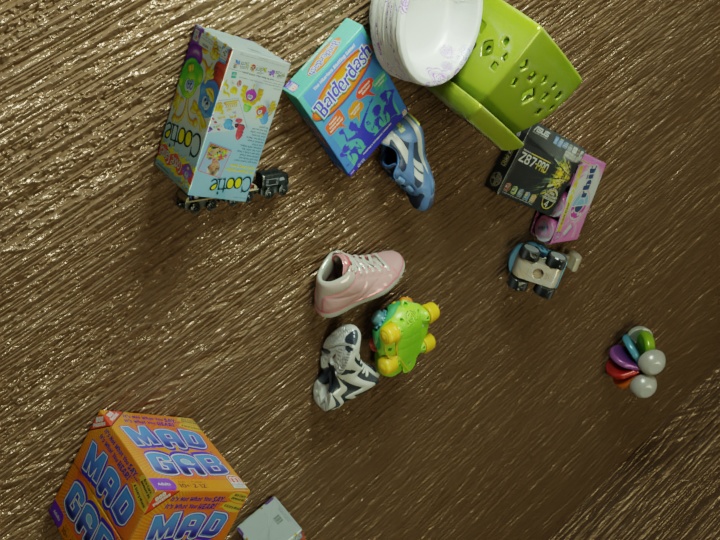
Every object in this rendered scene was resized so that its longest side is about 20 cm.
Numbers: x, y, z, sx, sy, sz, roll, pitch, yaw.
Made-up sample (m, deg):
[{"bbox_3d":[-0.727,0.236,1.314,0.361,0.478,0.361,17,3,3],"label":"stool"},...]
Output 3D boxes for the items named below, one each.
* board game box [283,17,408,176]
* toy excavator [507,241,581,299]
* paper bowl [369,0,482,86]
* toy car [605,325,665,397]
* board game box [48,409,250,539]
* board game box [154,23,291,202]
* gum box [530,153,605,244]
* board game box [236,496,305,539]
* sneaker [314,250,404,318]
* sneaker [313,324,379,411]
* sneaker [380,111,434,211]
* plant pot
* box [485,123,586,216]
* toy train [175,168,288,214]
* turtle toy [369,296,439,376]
[{"bbox_3d":[-0.019,-0.270,1.316,0.153,0.045,0.200,-48,141,-7],"label":"board game box"},{"bbox_3d":[0.434,-0.021,1.929,0.190,0.201,0.102,16,115,-3],"label":"toy excavator"},{"bbox_3d":[0.092,-0.395,1.276,0.198,0.103,0.205,-24,126,-39],"label":"paper bowl"},{"bbox_3d":[0.824,0.274,2.519,0.146,0.176,0.204,4,123,-5],"label":"toy car"},{"bbox_3d":[-0.342,0.375,1.342,0.198,0.199,0.203,18,105,-50],"label":"board game box"},{"bbox_3d":[-0.191,-0.212,1.135,0.104,0.103,0.204,3,116,-46],"label":"board game box"},{"bbox_3d":[0.467,-0.159,1.877,0.112,0.066,0.204,-10,124,-42],"label":"gum box"},{"bbox_3d":[-0.171,0.595,1.746,0.102,0.104,0.203,-34,137,-22],"label":"board game box"},{"bbox_3d":[0.000,0.000,1.511,0.198,0.075,0.106,-29,141,-21],"label":"sneaker"},{"bbox_3d":[-0.011,0.182,1.635,0.128,0.079,0.203,-12,126,-41],"label":"sneaker"},{"bbox_3d":[0.076,-0.182,1.461,0.082,0.074,0.203,-35,131,-18],"label":"sneaker"},{"bbox_3d":[0.225,-0.334,1.405,0.183,0.199,0.199,-53,143,11],"label":"plant pot"},{"bbox_3d":[0.368,-0.216,1.733,0.197,0.049,0.164,16,105,-42],"label":"box"},{"bbox_3d":[-0.191,-0.125,1.258,0.197,0.034,0.047,-17,126,-38],"label":"toy train"},{"bbox_3d":[0.074,0.138,1.670,0.144,0.101,0.204,-24,133,-34],"label":"turtle toy"}]
